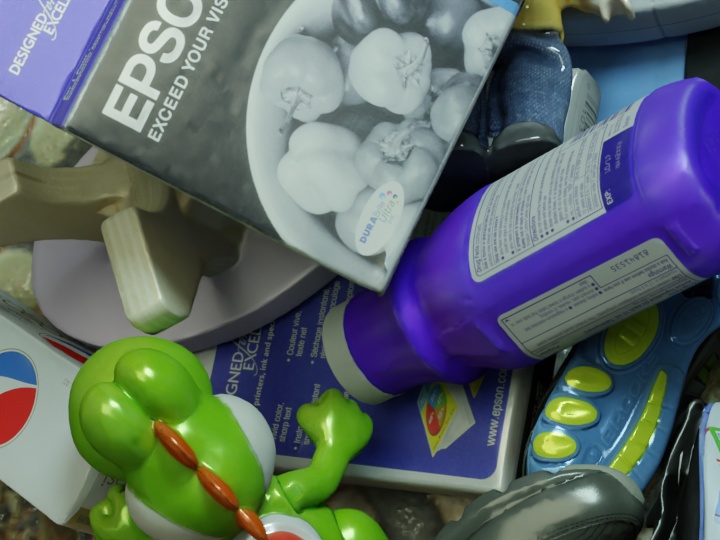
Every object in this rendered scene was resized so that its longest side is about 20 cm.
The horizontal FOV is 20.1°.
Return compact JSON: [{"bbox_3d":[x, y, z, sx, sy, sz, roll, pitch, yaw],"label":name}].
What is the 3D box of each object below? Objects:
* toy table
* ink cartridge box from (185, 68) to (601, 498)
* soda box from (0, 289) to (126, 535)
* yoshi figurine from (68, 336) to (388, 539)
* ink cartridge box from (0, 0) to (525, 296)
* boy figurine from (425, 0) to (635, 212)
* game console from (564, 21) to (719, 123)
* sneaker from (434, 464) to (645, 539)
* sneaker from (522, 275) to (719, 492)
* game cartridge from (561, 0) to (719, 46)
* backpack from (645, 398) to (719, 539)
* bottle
[{"bbox_3d":[-0.088,-0.046,0.911,0.199,0.117,0.185,-37,62,11],"label":"toy table"},{"bbox_3d":[0.000,0.000,0.945,0.198,0.047,0.200,4,76,28],"label":"ink cartridge box"},{"bbox_3d":[-0.162,0.056,0.951,0.199,0.068,0.064,28,91,39],"label":"soda box"},{"bbox_3d":[-0.054,0.095,0.851,0.111,0.200,0.113,-8,44,35],"label":"yoshi figurine"},{"bbox_3d":[-0.036,-0.122,0.814,0.199,0.043,0.199,26,86,0],"label":"ink cartridge box"},{"bbox_3d":[0.060,-0.125,0.903,0.123,0.065,0.202,-2,63,6],"label":"boy figurine"},{"bbox_3d":[0.118,-0.135,0.978,0.198,0.031,0.179,0,67,21],"label":"game console"},{"bbox_3d":[0.040,0.158,0.785,0.200,0.075,0.079,-43,49,11],"label":"sneaker"},{"bbox_3d":[0.125,0.030,0.877,0.071,0.083,0.200,36,67,2],"label":"sneaker"},{"bbox_3d":[0.095,-0.174,0.969,0.198,0.041,0.134,6,69,23],"label":"game cartridge"},{"bbox_3d":[0.165,0.147,0.749,0.152,0.200,0.192,-1,68,6],"label":"backpack"},{"bbox_3d":[0.070,-0.003,0.829,0.199,0.065,0.084,-30,24,33],"label":"bottle"}]
